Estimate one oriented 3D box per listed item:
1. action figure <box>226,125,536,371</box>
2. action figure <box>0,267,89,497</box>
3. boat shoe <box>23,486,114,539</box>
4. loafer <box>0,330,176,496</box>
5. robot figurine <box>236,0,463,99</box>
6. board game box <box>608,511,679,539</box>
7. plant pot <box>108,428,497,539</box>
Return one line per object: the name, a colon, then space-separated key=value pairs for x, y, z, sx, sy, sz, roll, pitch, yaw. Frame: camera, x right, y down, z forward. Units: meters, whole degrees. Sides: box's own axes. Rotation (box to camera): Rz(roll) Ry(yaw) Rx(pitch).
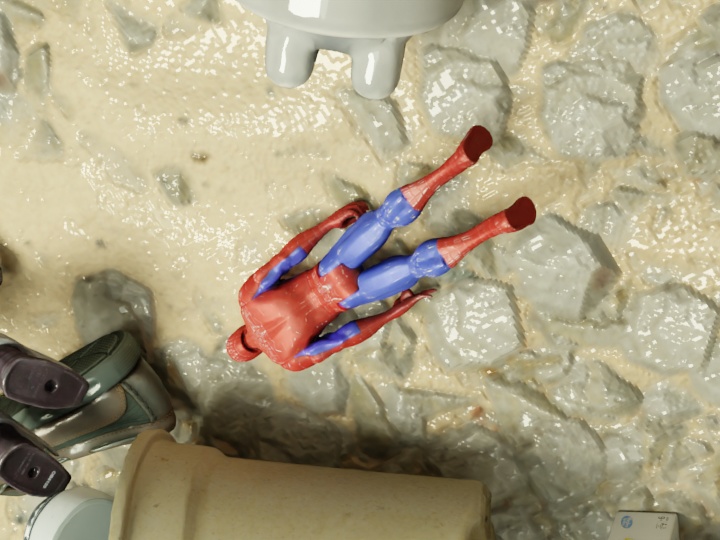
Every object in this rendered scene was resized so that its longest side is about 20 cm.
action figure: x=0.000 y=0.000 z=0.904 sx=0.199 sy=0.052 sz=0.066 roll=-32 pitch=96 yaw=33
action figure: x=-0.230 y=0.044 z=0.959 sx=0.199 sy=0.069 sz=0.131 roll=31 pitch=100 yaw=37
boat shoe: x=-0.161 y=0.167 z=0.976 sx=0.090 sy=0.071 sz=0.201 roll=29 pitch=154 yaw=28
loafer: x=-0.192 y=0.105 z=1.007 sx=0.199 sy=0.072 sz=0.063 roll=-28 pitch=109 yaw=25
robot figurine: x=-0.003 y=-0.180 z=0.783 sx=0.168 sy=0.113 sz=0.202 roll=7 pitch=117 yaw=-2
board game box: x=0.133 y=0.230 z=0.879 sx=0.034 sy=0.200 sz=0.136 roll=-1 pitch=114 yaw=19
plant pot: x=-0.020 y=0.179 z=0.928 sx=0.182 sy=0.201 sz=0.202 roll=-4 pitch=113 yaw=7
